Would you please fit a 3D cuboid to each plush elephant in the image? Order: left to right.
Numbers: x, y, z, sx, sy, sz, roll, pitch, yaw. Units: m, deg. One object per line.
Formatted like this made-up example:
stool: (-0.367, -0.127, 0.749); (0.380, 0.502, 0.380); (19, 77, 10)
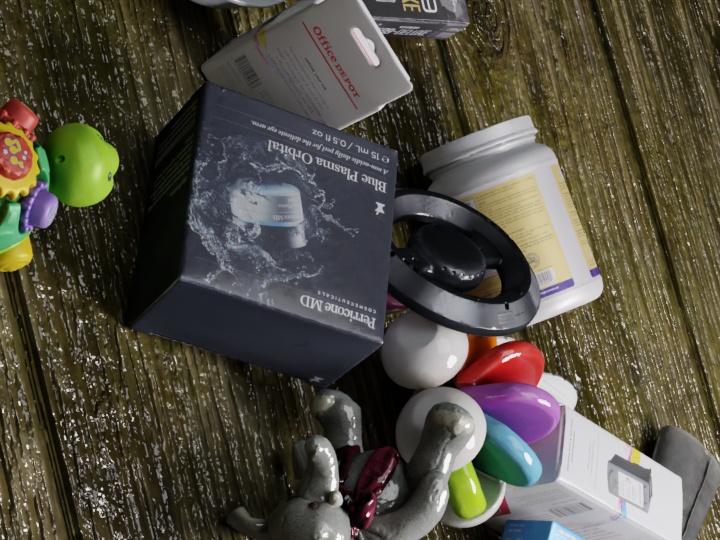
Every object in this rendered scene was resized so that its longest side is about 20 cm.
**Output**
plush elephant: (-0.020, 0.196, 1.541); (0.155, 0.164, 0.201); (8, 94, -57)

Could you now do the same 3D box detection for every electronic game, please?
electronic game: (0.080, -0.010, 1.715); (0.199, 0.042, 0.200); (20, 33, -14)

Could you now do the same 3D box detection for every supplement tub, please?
supplement tub: (0.152, -0.044, 1.867); (0.145, 0.145, 0.201); (-18, 87, -50)

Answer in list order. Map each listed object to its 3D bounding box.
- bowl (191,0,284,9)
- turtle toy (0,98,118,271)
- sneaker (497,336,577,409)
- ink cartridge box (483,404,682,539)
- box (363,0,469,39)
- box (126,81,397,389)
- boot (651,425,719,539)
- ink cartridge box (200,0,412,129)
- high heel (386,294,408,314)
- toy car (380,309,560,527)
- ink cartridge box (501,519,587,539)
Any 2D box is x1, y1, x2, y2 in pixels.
bowl: (-0.148, -0.325, 1.698); (0.201, 0.090, 0.202); (23, 58, -42)
turtle toy: (-0.282, -0.077, 1.428); (0.200, 0.101, 0.146); (-7, 79, -49)
sneaker: (0.155, 0.131, 1.842); (0.200, 0.074, 0.087); (29, 45, -36)
ink cartridge box: (0.205, 0.219, 1.808); (0.200, 0.147, 0.086); (31, 54, -37)
box: (0.023, -0.346, 1.912); (0.157, 0.050, 0.201); (-2, 75, -38)
box: (-0.082, -0.029, 1.584); (0.196, 0.117, 0.201); (18, 59, -23)
boot: (0.363, 0.298, 2.024); (0.182, 0.072, 0.200); (55, 35, -18)
ink cartridge box: (-0.038, -0.190, 1.675); (0.117, 0.200, 0.067); (58, 41, -13)
high heel: (0.000, 0.000, 1.733); (0.200, 0.067, 0.097); (-21, 100, -47)
toy car: (0.110, 0.131, 1.691); (0.175, 0.149, 0.201); (68, 10, -53)
ink cartridge box: (0.175, 0.355, 1.758); (0.116, 0.068, 0.201); (32, 65, -35)
